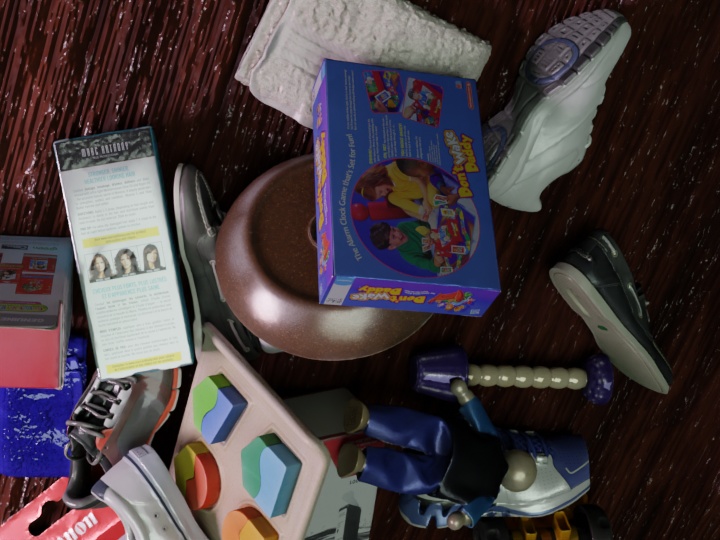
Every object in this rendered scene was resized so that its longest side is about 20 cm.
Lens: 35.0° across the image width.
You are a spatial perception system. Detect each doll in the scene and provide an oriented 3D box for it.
[{"bbox_3d":[0.079,0.166,1.048,0.198,0.048,0.138,16,69,-23],"label":"doll"}]

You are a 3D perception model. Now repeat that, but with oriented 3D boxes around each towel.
[{"bbox_3d":[-0.348,0.125,1.029,0.197,0.050,0.149,4,112,-13],"label":"towel"},{"bbox_3d":[0.004,-0.175,0.975,0.198,0.035,0.133,22,109,-19],"label":"towel"}]

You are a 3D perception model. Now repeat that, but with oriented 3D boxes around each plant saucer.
[{"bbox_3d":[-0.022,-0.024,0.935,0.198,0.202,0.037,-11,151,-6],"label":"plant saucer"}]

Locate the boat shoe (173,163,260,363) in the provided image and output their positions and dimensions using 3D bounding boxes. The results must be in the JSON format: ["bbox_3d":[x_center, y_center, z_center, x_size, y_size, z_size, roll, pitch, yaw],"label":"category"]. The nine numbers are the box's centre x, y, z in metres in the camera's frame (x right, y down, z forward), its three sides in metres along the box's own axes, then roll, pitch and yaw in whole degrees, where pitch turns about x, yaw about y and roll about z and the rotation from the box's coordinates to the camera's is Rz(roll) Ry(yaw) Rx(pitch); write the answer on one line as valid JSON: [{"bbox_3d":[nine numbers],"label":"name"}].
[{"bbox_3d":[-0.124,-0.004,1.005,0.056,0.067,0.202,-3,121,2],"label":"boat shoe"}]

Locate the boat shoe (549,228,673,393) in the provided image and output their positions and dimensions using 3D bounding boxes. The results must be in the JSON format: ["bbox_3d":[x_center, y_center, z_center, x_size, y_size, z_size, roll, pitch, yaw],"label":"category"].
[{"bbox_3d":[0.258,0.045,1.105,0.068,0.072,0.200,-48,121,-16],"label":"boat shoe"}]

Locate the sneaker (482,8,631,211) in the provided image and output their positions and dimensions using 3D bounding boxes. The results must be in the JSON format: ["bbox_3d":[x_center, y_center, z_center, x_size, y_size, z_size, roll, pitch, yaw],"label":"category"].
[{"bbox_3d":[0.173,-0.140,1.013,0.087,0.075,0.201,23,114,-32],"label":"sneaker"}]

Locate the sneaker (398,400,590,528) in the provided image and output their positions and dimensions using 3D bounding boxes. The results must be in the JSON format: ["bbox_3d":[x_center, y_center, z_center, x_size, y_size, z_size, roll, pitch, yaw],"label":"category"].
[{"bbox_3d":[0.130,0.181,1.131,0.197,0.081,0.116,-10,117,-5],"label":"sneaker"}]

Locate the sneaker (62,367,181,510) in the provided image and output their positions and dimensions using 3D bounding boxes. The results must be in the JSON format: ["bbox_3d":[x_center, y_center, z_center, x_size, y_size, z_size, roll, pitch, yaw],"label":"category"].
[{"bbox_3d":[-0.219,0.128,1.017,0.076,0.082,0.202,18,103,24],"label":"sneaker"}]

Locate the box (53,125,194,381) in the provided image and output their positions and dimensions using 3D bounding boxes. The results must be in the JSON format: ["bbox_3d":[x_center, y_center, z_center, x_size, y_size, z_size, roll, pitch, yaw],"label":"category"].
[{"bbox_3d":[-0.197,-0.015,0.963,0.081,0.049,0.203,-10,96,-6],"label":"box"}]

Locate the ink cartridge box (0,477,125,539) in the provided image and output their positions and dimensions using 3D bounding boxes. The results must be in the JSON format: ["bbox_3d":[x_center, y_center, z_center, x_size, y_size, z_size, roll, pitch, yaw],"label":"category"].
[{"bbox_3d":[-0.252,0.296,1.072,0.160,0.050,0.201,-37,86,6],"label":"ink cartridge box"}]

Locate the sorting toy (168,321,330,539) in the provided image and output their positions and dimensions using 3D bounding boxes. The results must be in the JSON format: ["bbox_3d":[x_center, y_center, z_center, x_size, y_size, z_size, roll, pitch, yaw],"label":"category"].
[{"bbox_3d":[-0.107,0.173,0.978,0.036,0.185,0.202,-11,128,-38],"label":"sorting toy"}]

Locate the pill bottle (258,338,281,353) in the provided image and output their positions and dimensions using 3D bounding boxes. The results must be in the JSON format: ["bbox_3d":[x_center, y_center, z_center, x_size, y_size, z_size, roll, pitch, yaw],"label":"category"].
[{"bbox_3d":[0.000,0.000,1.007,0.198,0.113,0.114,-11,115,-7],"label":"pill bottle"}]

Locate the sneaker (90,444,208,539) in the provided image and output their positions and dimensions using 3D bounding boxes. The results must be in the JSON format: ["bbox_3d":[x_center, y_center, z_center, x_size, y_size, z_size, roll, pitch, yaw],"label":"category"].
[{"bbox_3d":[-0.170,0.254,1.010,0.070,0.073,0.201,-32,97,-20],"label":"sneaker"}]

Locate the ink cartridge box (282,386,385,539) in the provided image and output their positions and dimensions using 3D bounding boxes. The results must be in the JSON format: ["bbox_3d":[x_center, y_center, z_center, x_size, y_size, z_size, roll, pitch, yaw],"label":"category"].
[{"bbox_3d":[-0.066,0.227,1.087,0.143,0.084,0.202,-7,118,-33],"label":"ink cartridge box"}]

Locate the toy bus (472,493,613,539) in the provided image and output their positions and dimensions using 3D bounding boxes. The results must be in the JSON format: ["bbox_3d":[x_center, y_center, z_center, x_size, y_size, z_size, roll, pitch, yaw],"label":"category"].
[{"bbox_3d":[0.186,0.350,1.158,0.134,0.201,0.194,-2,122,-9],"label":"toy bus"}]

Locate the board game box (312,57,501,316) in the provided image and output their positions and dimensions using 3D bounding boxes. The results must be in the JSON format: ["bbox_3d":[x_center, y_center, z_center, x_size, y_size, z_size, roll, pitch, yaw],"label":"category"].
[{"bbox_3d":[0.033,-0.068,0.908,0.133,0.202,0.045,6,150,-15],"label":"board game box"}]

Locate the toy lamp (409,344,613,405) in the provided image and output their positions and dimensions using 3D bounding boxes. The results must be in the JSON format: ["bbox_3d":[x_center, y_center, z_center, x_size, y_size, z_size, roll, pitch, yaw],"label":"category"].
[{"bbox_3d":[0.146,0.101,1.113,0.198,0.058,0.059,2,113,-14],"label":"toy lamp"}]

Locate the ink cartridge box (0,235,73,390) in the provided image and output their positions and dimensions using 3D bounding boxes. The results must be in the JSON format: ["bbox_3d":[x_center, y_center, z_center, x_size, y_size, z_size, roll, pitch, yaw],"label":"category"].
[{"bbox_3d":[-0.338,0.039,0.923,0.197,0.176,0.085,2,113,-11],"label":"ink cartridge box"}]
